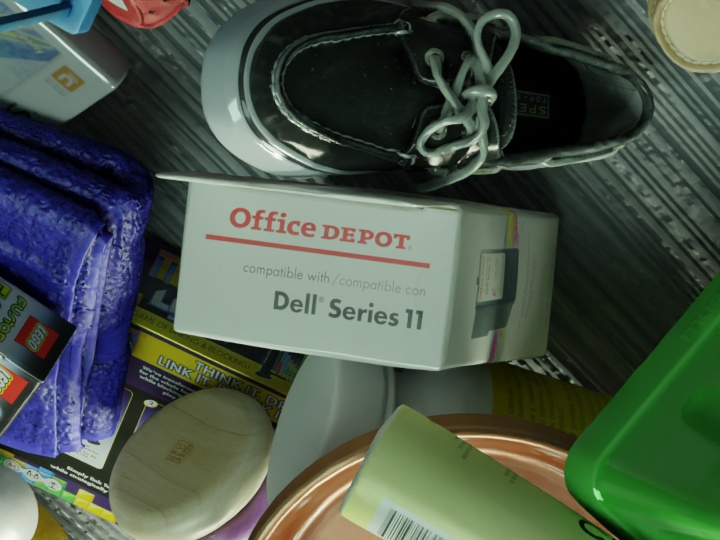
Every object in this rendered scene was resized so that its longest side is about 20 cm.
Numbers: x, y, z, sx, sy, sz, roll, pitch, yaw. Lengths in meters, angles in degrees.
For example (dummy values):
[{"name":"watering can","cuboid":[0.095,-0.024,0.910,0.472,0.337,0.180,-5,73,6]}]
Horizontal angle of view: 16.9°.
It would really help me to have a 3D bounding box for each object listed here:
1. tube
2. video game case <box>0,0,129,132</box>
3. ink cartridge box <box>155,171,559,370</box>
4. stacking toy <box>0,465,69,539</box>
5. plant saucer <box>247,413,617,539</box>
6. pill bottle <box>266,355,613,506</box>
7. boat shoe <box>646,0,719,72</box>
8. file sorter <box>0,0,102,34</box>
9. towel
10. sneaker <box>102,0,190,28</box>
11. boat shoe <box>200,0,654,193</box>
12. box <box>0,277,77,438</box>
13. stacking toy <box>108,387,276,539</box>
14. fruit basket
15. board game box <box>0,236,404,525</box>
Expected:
[{"name":"tube","cuboid":[0.089,0.122,0.945,0.200,0.058,0.052,30,120,5]},{"name":"video game case","cuboid":[-0.225,-0.112,1.032,0.200,0.022,0.182,42,137,-21]},{"name":"ink cartridge box","cuboid":[0.000,0.000,0.985,0.117,0.067,0.200,7,-178,19]},{"name":"stacking toy","cuboid":[-0.198,0.163,1.281,0.146,0.146,0.200,17,143,8]},{"name":"plant saucer","cuboid":[0.043,0.151,1.026,0.200,0.032,0.200,0,112,-1]},{"name":"pill bottle","cuboid":[0.065,0.098,1.085,0.200,0.111,0.111,18,142,-16]},{"name":"boat shoe","cuboid":[0.179,-0.113,0.864,0.200,0.069,0.074,-24,120,42]},{"name":"file sorter","cuboid":[-0.173,-0.187,0.851,0.200,0.123,0.139,30,106,8]},{"name":"towel","cuboid":[-0.173,0.005,1.086,0.148,0.050,0.200,18,142,1]},{"name":"sneaker","cuboid":[-0.039,-0.139,0.959,0.200,0.078,0.116,23,154,8]},{"name":"boat shoe","cuboid":[0.032,-0.065,0.914,0.199,0.074,0.068,9,175,-43]},{"name":"box","cuboid":[-0.215,0.053,1.103,0.110,0.035,0.200,34,141,-8]},{"name":"stacking toy","cuboid":[-0.035,0.148,1.166,0.085,0.085,0.200,-9,135,33]},{"name":"fruit basket","cuboid":[0.187,0.050,0.981,0.155,0.216,0.216,42,137,-20]},{"name":"board game box","cuboid":[-0.084,0.071,1.205,0.200,0.057,0.165,26,138,-2]}]
